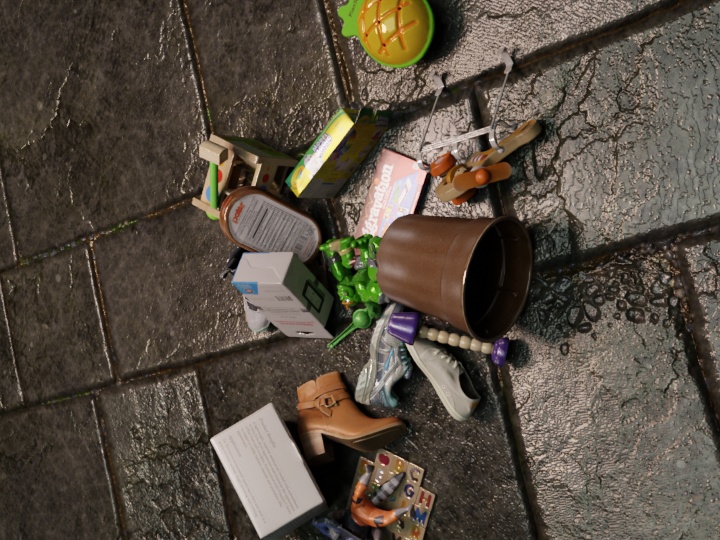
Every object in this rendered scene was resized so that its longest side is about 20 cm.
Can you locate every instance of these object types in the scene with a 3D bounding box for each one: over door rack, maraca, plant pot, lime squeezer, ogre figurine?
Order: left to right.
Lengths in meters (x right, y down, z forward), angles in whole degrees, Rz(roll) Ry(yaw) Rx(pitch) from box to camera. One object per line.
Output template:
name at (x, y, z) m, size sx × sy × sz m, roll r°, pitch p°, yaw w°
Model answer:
ogre figurine at (0.000, 0.000, 1.637) m, size 0.199 × 0.098 × 0.121 m, roll -10°, pitch 102°, yaw 43°
lime squeezer at (0.003, 0.093, 1.687) m, size 0.038 × 0.071 × 0.200 m, roll 34°, pitch 150°, yaw -10°
maraca at (0.043, -0.426, 1.600) m, size 0.199 × 0.107 × 0.138 m, roll 34°, pitch 111°, yaw 27°
plant pot at (0.143, -0.002, 1.520) m, size 0.197 × 0.199 × 0.202 m, roll 13°, pitch 100°, yaw 39°
over door rack at (0.176, -0.252, 1.521) m, size 0.147 × 0.067 × 0.201 m, roll -13°, pitch 51°, yaw 33°

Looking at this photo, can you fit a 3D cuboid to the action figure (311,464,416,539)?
action figure at (0.027, 0.457, 1.687) m, size 0.200 × 0.105 × 0.194 m, roll 38°, pitch 122°, yaw -4°

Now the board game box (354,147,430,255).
board game box at (0.052, -0.106, 1.666) m, size 0.103 × 0.019 × 0.201 m, roll 27°, pitch 107°, yaw 30°

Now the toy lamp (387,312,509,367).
toy lamp at (0.143, 0.110, 1.553) m, size 0.198 × 0.058 × 0.059 m, roll 15°, pitch 102°, yaw 3°

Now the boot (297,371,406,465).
boot at (-0.024, 0.254, 1.709) m, size 0.198 × 0.074 × 0.156 m, roll -16°, pitch 55°, yaw 6°

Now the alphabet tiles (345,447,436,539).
alphabet tiles at (0.050, 0.431, 1.707) m, size 0.166 × 0.006 × 0.202 m, roll 22°, pitch 105°, yaw 31°

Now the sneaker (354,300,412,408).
sneaker at (0.058, 0.148, 1.658) m, size 0.086 × 0.078 × 0.202 m, roll 17°, pitch 102°, yaw 9°

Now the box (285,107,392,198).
box at (-0.035, -0.215, 1.658) m, size 0.200 × 0.117 × 0.048 m, roll -48°, pitch 69°, yaw 25°

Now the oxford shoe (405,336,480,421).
oxford shoe at (0.138, 0.159, 1.595) m, size 0.058 × 0.075 × 0.201 m, roll -40°, pitch 76°, yaw 26°

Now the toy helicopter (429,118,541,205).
toy helicopter at (0.205, -0.176, 1.508) m, size 0.199 × 0.132 × 0.079 m, roll -35°, pitch 104°, yaw 12°

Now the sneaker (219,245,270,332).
sneaker at (-0.215, 0.021, 1.767) m, size 0.077 × 0.140 × 0.202 m, roll 11°, pitch 98°, yaw 32°

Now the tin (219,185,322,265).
tin at (-0.160, -0.077, 1.705) m, size 0.113 × 0.199 × 0.042 m, roll -64°, pitch 26°, yaw 1°

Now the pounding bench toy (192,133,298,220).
pounding bench toy at (-0.240, -0.158, 1.746) m, size 0.124 × 0.199 × 0.157 m, roll 27°, pitch 107°, yaw 28°

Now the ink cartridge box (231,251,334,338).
ink cartridge box at (-0.130, 0.047, 1.718) m, size 0.115 × 0.200 × 0.068 m, roll 1°, pitch 58°, yaw 31°

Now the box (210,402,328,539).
box at (-0.161, 0.372, 1.709) m, size 0.130 × 0.200 × 0.200 m, roll -28°, pitch 74°, yaw -8°

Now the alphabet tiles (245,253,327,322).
alphabet tiles at (-0.146, 0.018, 1.811) m, size 0.199 × 0.008 × 0.169 m, roll 0°, pitch 93°, yaw 33°
